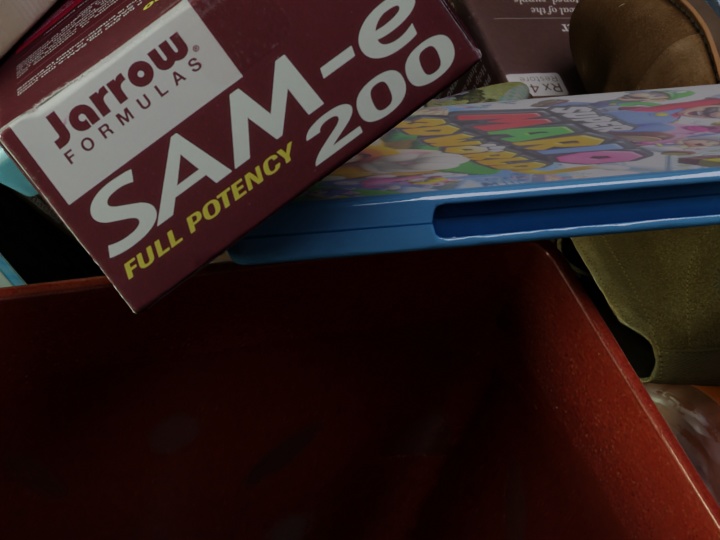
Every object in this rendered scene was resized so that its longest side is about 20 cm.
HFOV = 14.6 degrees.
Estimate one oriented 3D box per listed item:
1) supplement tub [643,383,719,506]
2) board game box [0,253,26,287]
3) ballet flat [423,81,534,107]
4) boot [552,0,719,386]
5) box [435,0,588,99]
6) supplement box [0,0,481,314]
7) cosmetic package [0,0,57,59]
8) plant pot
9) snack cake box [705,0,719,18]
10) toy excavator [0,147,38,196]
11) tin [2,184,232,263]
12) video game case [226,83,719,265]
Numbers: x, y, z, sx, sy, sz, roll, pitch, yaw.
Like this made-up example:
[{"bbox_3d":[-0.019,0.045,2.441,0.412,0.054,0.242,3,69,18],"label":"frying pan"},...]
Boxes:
[{"bbox_3d":[0.138,0.078,0.911,0.200,0.107,0.107,-9,52,-31],"label":"supplement tub"},{"bbox_3d":[-0.155,0.040,0.871,0.134,0.034,0.200,-23,60,-38],"label":"board game box"},{"bbox_3d":[0.000,0.000,0.913,0.071,0.069,0.200,27,55,-3],"label":"ballet flat"},{"bbox_3d":[0.091,-0.035,0.922,0.075,0.074,0.200,-11,39,-7],"label":"boot"},{"bbox_3d":[0.088,-0.034,1.027,0.100,0.075,0.200,-3,50,-27],"label":"box"},{"bbox_3d":[-0.040,-0.064,0.757,0.061,0.109,0.200,53,3,-14],"label":"supplement box"},{"bbox_3d":[-0.142,-0.091,0.762,0.103,0.087,0.200,50,56,-19],"label":"cosmetic package"},{"bbox_3d":[-0.019,0.129,0.739,0.199,0.176,0.200,-7,50,-30],"label":"plant pot"},{"bbox_3d":[0.193,-0.080,1.058,0.115,0.067,0.200,-20,72,-6],"label":"snack cake box"},{"bbox_3d":[-0.128,-0.088,0.899,0.200,0.194,0.100,31,35,-35],"label":"toy excavator"},{"bbox_3d":[-0.067,-0.045,0.994,0.200,0.042,0.112,38,40,14],"label":"tin"},{"bbox_3d":[0.053,-0.031,0.801,0.199,0.018,0.143,-5,12,-9],"label":"video game case"}]
